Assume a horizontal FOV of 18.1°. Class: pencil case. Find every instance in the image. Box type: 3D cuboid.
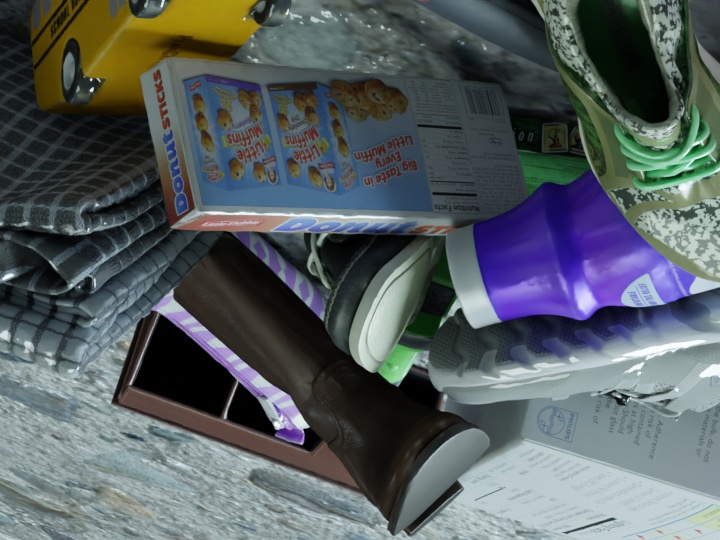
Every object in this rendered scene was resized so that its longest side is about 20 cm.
[{"bbox_3d":[-0.072,0.025,1.337,0.084,0.086,0.200,22,164,43],"label":"pencil case"}]

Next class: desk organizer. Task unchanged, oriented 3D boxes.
[{"bbox_3d":[-0.051,0.078,1.466,0.200,0.072,0.077,21,155,-9],"label":"desk organizer"}]

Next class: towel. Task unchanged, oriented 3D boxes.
[{"bbox_3d":[-0.163,-0.046,1.099,0.165,0.200,0.086,21,118,12],"label":"towel"}]

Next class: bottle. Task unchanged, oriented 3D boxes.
[{"bbox_3d":[0.139,-0.022,1.014,0.200,0.065,0.084,-16,159,11],"label":"bottle"}]

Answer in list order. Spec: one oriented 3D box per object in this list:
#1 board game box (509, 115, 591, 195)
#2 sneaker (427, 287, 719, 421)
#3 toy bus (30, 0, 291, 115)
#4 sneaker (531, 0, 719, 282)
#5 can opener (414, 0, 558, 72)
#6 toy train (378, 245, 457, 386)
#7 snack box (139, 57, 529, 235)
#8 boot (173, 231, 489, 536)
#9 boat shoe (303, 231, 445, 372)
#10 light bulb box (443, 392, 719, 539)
[{"bbox_3d":[0.041,-0.053,1.160,0.199,0.024,0.105,9,155,18],"label":"board game box"},{"bbox_3d":[0.132,0.043,1.072,0.199,0.075,0.082,-8,124,2],"label":"sneaker"},{"bbox_3d":[-0.090,-0.123,1.004,0.065,0.079,0.200,1,164,-23],"label":"toy bus"},{"bbox_3d":[0.114,-0.063,0.905,0.077,0.089,0.200,-22,119,17],"label":"sneaker"},{"bbox_3d":[0.030,-0.135,0.925,0.079,0.064,0.200,-9,146,46],"label":"can opener"},{"bbox_3d":[0.032,0.021,1.292,0.042,0.057,0.200,18,157,-2],"label":"toy train"},{"bbox_3d":[-0.006,-0.054,1.018,0.200,0.072,0.024,0,162,-41],"label":"snack box"},{"bbox_3d":[-0.027,0.044,1.155,0.200,0.064,0.186,48,167,10],"label":"boot"},{"bbox_3d":[0.000,0.000,1.101,0.067,0.072,0.200,23,-167,2],"label":"boat shoe"},{"bbox_3d":[0.163,0.078,1.213,0.200,0.125,0.198,18,164,-9],"label":"light bulb box"}]
